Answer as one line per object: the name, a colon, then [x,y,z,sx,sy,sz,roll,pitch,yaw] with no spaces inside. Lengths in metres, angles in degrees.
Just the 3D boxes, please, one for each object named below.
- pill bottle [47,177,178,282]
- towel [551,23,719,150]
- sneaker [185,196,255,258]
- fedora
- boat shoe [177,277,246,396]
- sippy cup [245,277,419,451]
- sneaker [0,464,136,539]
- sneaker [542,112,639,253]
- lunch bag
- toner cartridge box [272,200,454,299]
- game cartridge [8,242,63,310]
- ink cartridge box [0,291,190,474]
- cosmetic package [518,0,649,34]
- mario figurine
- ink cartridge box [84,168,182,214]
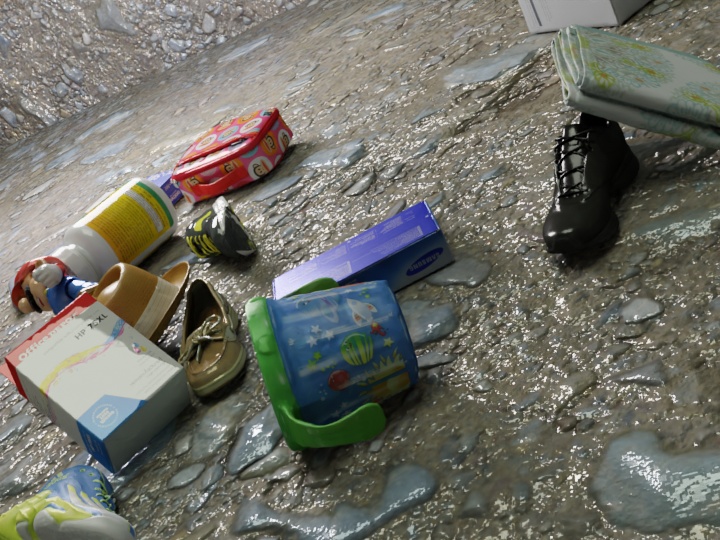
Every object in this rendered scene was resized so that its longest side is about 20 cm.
pill bottle: [-0.385,-0.046,1.517,0.112,0.114,0.200,-3,35,45]
towel: [0.295,-0.185,0.996,0.197,0.049,0.172,14,32,-2]
sneaker: [-0.201,-0.043,1.374,0.084,0.075,0.200,-35,15,-1]
fedora: [-0.285,0.050,1.182,0.201,0.081,0.201,-46,20,22]
boat shoe: [-0.174,0.074,1.102,0.073,0.063,0.200,-29,23,0]
sippy cup: [-0.021,0.073,0.864,0.129,0.180,0.140,-18,-21,-2]
sneaker: [-0.254,0.216,0.894,0.198,0.076,0.105,-10,29,39]
sneaker: [0.215,-0.091,0.961,0.075,0.092,0.201,-10,31,32]
lunch bag: [-0.222,-0.187,1.667,0.198,0.082,0.177,-17,30,29]
toner cartridge box: [0.000,0.000,1.079,0.198,0.043,0.095,-27,25,5]
game cartridge: [-0.515,-0.010,1.690,0.199,0.042,0.133,-35,28,-12]
ink cartridge box: [-0.291,0.106,1.043,0.199,0.068,0.116,32,57,24]
cosmetic package: [0.370,-0.471,1.507,0.199,0.124,0.199,-39,27,-21]
mario figurine: [-0.424,0.047,1.361,0.198,0.125,0.105,15,10,40]
ink cartridge box: [-0.408,-0.130,1.796,0.198,0.045,0.094,-8,33,39]
